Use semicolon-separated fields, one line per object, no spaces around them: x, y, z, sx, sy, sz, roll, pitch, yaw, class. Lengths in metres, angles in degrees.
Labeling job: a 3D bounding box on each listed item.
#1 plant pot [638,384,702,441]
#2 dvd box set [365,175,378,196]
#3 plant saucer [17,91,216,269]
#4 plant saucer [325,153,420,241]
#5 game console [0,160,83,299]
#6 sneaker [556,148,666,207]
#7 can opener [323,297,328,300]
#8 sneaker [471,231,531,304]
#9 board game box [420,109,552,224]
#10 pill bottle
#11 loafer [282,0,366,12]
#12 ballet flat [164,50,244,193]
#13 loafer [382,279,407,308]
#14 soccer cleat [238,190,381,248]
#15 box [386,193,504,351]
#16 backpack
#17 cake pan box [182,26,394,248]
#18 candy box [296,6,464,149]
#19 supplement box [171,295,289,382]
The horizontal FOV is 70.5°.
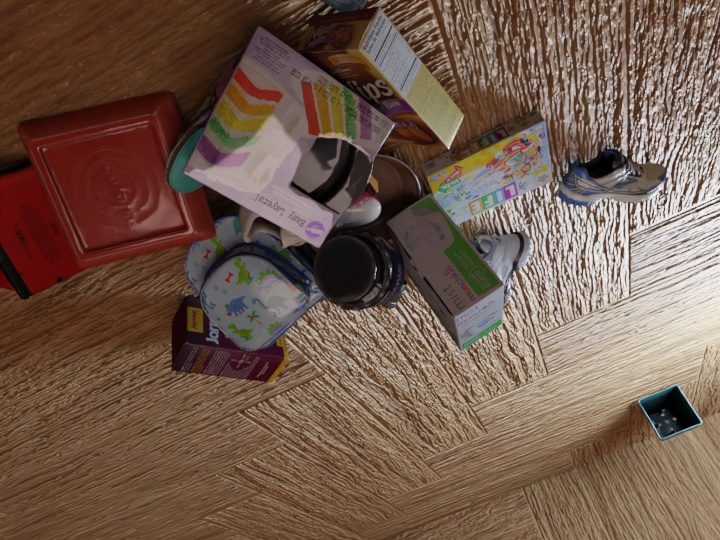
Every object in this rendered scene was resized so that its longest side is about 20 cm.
1.097;0.521;1.816;0.140;0.143;0.200;-29;145;14;plant pot
-0.088;-0.150;0.724;0.145;0.030;0.200;-30;124;20;dvd box set
-0.314;-0.108;0.666;0.197;0.037;0.202;-14;114;-5;plant saucer
-0.002;-0.113;0.828;0.197;0.037;0.202;-10;139;-8;plant saucer
-0.506;-0.070;0.723;0.172;0.118;0.201;-34;148;-30;game console
0.449;-0.168;0.890;0.197;0.078;0.086;-11;135;-8;sneaker
-0.068;0.020;0.943;0.199;0.066;0.053;22;107;-42;can opener
0.250;0.006;1.015;0.113;0.076;0.202;2;131;-19;sneaker
0.212;-0.162;0.846;0.198;0.034;0.135;-25;139;9;board game box
0.000;0.000;0.740;0.111;0.113;0.200;-26;174;11;pill bottle
-0.075;-0.324;0.547;0.197;0.073;0.073;7;139;-23;loafer
-0.182;-0.189;0.646;0.200;0.071;0.069;-50;140;13;ballet flat
0.014;0.004;0.946;0.071;0.073;0.199;-47;137;17;loafer
-0.070;-0.067;0.709;0.197;0.087;0.070;2;152;0;soccer cleat
0.140;0.008;0.849;0.096;0.201;0.177;-32;151;-2;box
-0.166;0.006;0.790;0.183;0.147;0.200;-40;105;17;backpack
-0.082;-0.149;0.612;0.199;0.052;0.185;30;102;-23;cake pan box
0.029;-0.230;0.633;0.199;0.116;0.057;32;83;-45;candy box
-0.244;0.132;0.959;0.198;0.111;0.086;15;130;-31;supplement box
